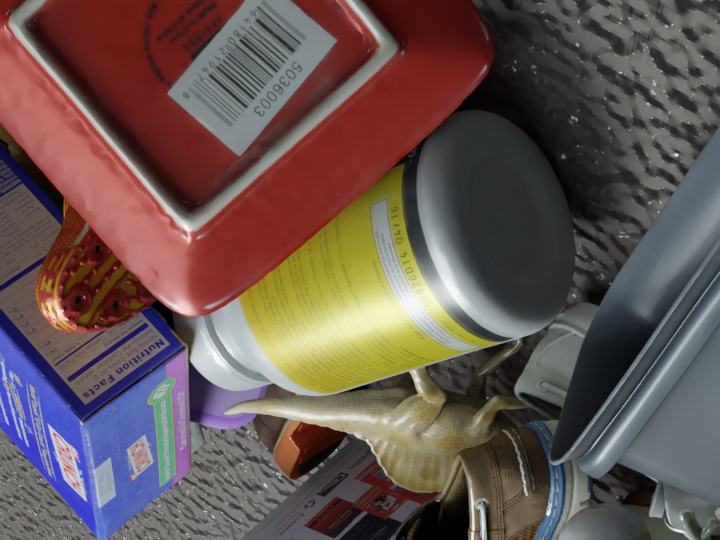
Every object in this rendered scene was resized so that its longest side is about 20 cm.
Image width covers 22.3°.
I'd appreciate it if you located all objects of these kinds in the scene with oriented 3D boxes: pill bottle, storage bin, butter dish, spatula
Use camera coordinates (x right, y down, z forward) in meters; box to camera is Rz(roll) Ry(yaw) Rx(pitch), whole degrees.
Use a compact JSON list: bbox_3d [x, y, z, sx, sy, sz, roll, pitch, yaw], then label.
[{"bbox_3d":[0.000,0.000,0.916,0.200,0.112,0.112,-19,112,39],"label":"pill bottle"},{"bbox_3d":[0.187,0.014,0.747,0.134,0.146,0.200,29,127,-2],"label":"storage bin"},{"bbox_3d":[-0.065,-0.110,0.880,0.200,0.200,0.148,49,-176,0],"label":"butter dish"},{"bbox_3d":[-0.057,0.001,1.022,0.056,0.021,0.201,16,116,-10],"label":"spatula"}]

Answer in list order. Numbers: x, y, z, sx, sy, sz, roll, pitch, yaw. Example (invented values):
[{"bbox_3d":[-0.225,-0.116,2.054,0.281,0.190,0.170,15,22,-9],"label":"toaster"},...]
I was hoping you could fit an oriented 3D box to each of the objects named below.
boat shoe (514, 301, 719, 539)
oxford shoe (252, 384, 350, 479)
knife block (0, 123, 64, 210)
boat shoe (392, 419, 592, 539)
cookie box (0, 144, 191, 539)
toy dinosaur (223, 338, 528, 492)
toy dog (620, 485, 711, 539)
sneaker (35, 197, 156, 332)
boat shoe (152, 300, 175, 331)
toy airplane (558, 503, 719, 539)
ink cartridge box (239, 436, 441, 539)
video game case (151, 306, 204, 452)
[{"bbox_3d":[0.164,0.096,0.897,0.200,0.069,0.072,38,168,12],"label":"boat shoe"},{"bbox_3d":[-0.035,0.049,1.081,0.073,0.071,0.200,45,144,18],"label":"oxford shoe"},{"bbox_3d":[-0.174,-0.113,1.058,0.200,0.064,0.176,-5,123,50],"label":"knife block"},{"bbox_3d":[0.052,0.149,0.934,0.072,0.072,0.201,-111,28,-45],"label":"boat shoe"},{"bbox_3d":[-0.184,0.032,1.020,0.200,0.075,0.171,46,157,18],"label":"cookie box"},{"bbox_3d":[0.029,0.073,0.989,0.199,0.058,0.102,12,111,-5],"label":"toy dinosaur"},{"bbox_3d":[0.155,0.218,0.996,0.193,0.140,0.201,0,128,23],"label":"toy dog"},{"bbox_3d":[-0.122,-0.044,0.954,0.077,0.200,0.073,0,135,28],"label":"sneaker"},{"bbox_3d":[-0.100,0.024,1.123,0.070,0.066,0.200,47,146,-3],"label":"boat shoe"},{"bbox_3d":[0.114,0.175,0.815,0.199,0.199,0.142,85,170,-76],"label":"toy airplane"},{"bbox_3d":[-0.006,0.199,1.061,0.175,0.200,0.084,9,133,57],"label":"ink cartridge box"},{"bbox_3d":[-0.180,0.015,1.142,0.200,0.023,0.182,41,162,21],"label":"video game case"}]
